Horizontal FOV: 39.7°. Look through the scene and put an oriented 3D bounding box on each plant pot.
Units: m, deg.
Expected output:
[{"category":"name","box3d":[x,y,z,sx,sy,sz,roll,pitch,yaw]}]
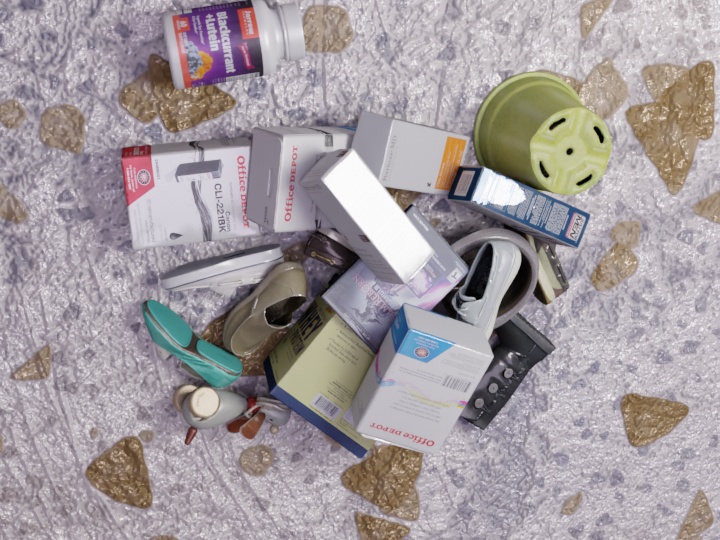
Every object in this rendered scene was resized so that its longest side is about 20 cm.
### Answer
[{"category":"plant pot","box3d":[0.298,-0.201,1.565,0.198,0.184,0.202,-3,107,-11]}]

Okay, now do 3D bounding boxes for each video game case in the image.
[{"category":"video game case","box3d":[0.055,0.018,1.538,0.200,0.019,0.143,-45,108,-4]}]

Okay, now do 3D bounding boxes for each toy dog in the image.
[{"category":"toy dog","box3d":[-0.216,0.248,1.639,0.198,0.132,0.097,11,82,-5]}]

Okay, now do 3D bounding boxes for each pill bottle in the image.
[{"category":"pill bottle","box3d":[-0.185,-0.337,1.467,0.198,0.111,0.112,-11,108,-8]}]

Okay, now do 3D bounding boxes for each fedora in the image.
[{"category":"fedora","box3d":[0.190,0.006,1.636,0.199,0.090,0.177,-34,116,5]}]

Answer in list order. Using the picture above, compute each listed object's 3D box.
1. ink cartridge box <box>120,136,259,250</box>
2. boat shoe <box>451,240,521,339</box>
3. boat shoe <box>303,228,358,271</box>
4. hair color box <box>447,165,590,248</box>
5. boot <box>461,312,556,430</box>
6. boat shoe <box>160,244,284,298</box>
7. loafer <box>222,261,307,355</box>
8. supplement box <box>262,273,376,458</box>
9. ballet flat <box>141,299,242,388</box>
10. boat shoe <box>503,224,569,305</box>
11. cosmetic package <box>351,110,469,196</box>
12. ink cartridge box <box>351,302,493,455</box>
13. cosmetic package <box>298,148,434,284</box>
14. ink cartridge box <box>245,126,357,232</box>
[{"category":"ink cartridge box","box3d":[-0.258,-0.120,1.531,0.198,0.084,0.146,-7,108,-10]},{"category":"boat shoe","box3d":[0.178,0.042,1.553,0.071,0.070,0.202,13,107,-36]},{"category":"boat shoe","box3d":[0.000,0.000,1.623,0.199,0.072,0.060,34,88,-14]},{"category":"hair color box","box3d":[0.247,-0.100,1.560,0.199,0.100,0.061,22,90,-18]},{"category":"boot","box3d":[0.217,0.159,1.725,0.165,0.066,0.200,40,100,-17]},{"category":"boat shoe","box3d":[-0.216,0.011,1.590,0.198,0.072,0.066,-16,105,-15]},{"category":"loafer","box3d":[-0.152,0.072,1.591,0.075,0.069,0.200,14,126,-39]},{"category":"supplement box","box3d":[-0.019,0.155,1.634,0.200,0.134,0.200,38,96,-18]},{"category":"ballet flat","box3d":[-0.286,0.129,1.614,0.200,0.068,0.070,38,115,-17]},{"category":"boat shoe","box3d":[0.297,-0.042,1.677,0.066,0.072,0.202,-27,108,-15]},{"category":"cosmetic package","box3d":[0.076,-0.177,1.532,0.199,0.071,0.102,1,106,-49]},{"category":"ink cartridge box","box3d":[0.090,0.169,1.524,0.143,0.085,0.201,19,114,-17]},{"category":"cosmetic package","box3d":[0.008,-0.077,1.442,0.074,0.102,0.200,-46,107,-15]},{"category":"ink cartridge box","box3d":[-0.068,-0.143,1.520,0.199,0.084,0.146,-6,110,-40]}]
